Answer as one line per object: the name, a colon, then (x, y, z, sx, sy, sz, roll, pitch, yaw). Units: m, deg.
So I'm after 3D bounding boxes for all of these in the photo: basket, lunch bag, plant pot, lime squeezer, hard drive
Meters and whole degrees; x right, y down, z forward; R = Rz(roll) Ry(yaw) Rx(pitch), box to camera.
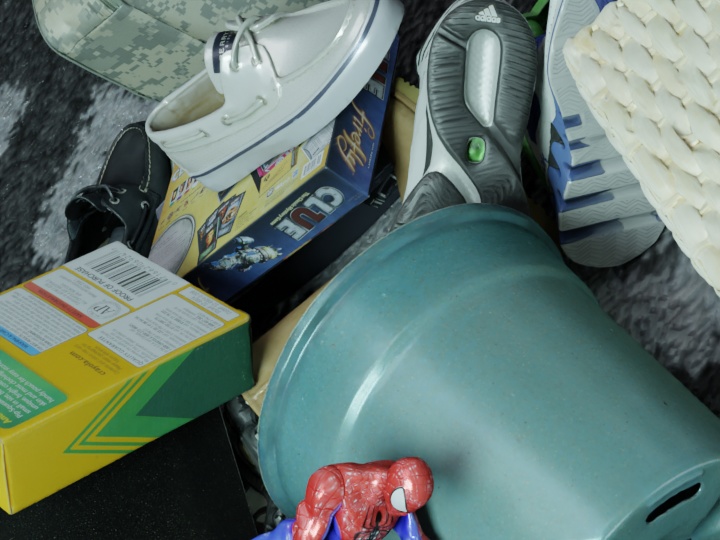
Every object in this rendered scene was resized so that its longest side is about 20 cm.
basket: (0.234, -0.071, 0.899, 0.198, 0.161, 0.200, -42, 45, 18)
lunch bag: (-0.103, -0.209, 1.300, 0.168, 0.200, 0.140, -36, 48, 30)
plant pot: (0.086, 0.100, 0.934, 0.196, 0.200, 0.201, 39, 96, 41)
plant pot: (-0.182, 0.174, 1.109, 0.200, 0.177, 0.200, -62, 34, 35)
lime squeezer: (0.106, -0.124, 1.154, 0.070, 0.038, 0.201, -10, 59, 42)
hard drive: (-0.045, -0.054, 1.262, 0.200, 0.042, 0.135, -40, 44, 20)

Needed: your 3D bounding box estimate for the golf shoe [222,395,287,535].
golf shoe: (-0.047, 0.162, 1.123, 0.095, 0.077, 0.200, -54, 35, 33)

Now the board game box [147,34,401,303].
board game box: (-0.058, -0.056, 1.168, 0.200, 0.035, 0.136, -35, 33, 41)

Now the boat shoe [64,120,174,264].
boat shoe: (-0.182, -0.028, 1.366, 0.074, 0.066, 0.200, -11, 59, 42)

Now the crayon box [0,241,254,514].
crayon box: (-0.174, 0.060, 1.051, 0.126, 0.200, 0.052, 27, 130, 40)

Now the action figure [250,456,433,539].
action figure: (-0.021, 0.152, 0.883, 0.200, 0.065, 0.099, -41, 59, 44)

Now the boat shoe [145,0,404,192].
boat shoe: (-0.057, -0.113, 1.104, 0.200, 0.070, 0.071, -29, 36, 47)

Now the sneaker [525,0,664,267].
sneaker: (0.118, -0.112, 1.040, 0.080, 0.200, 0.115, -11, 39, -13)

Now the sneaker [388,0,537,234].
sneaker: (0.058, -0.056, 1.053, 0.115, 0.075, 0.201, -83, 3, -74)

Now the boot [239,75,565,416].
boot: (0.000, 0.000, 1.115, 0.200, 0.066, 0.175, -42, 53, -1)
